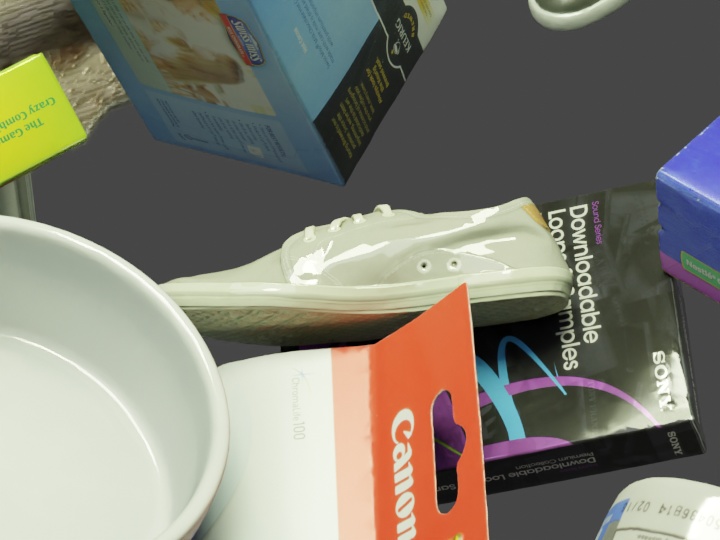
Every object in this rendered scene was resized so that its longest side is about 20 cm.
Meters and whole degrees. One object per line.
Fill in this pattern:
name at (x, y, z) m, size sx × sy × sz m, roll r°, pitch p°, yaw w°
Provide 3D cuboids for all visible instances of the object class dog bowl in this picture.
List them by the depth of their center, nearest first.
dog bowl at (-0.162, 0.074, 1.012) m, size 0.200 × 0.079 × 0.200 m, roll 13°, pitch 46°, yaw -14°

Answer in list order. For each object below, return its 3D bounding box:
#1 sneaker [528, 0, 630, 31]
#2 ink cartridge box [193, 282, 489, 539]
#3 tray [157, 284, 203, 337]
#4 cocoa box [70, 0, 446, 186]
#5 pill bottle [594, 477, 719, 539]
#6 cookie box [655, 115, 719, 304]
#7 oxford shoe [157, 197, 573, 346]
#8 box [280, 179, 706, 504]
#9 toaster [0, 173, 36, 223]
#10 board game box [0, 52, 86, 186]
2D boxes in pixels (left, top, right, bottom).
sneaker at (0.141, -0.225, 1.236) m, size 0.071 × 0.099 × 0.200 m, roll 25°, pitch 69°, yaw 30°
ink cartridge box at (-0.030, 0.105, 1.044) m, size 0.200 × 0.047 × 0.160 m, roll -33°, pitch 44°, yaw 36°
tray at (-0.146, 0.081, 1.143) m, size 0.107 × 0.022 × 0.200 m, roll -6°, pitch 48°, yaw 56°
cocoa box at (-0.062, -0.160, 1.199) m, size 0.133 × 0.200 × 0.131 m, roll 15°, pitch 63°, yaw 29°
pill bottle at (0.116, 0.195, 0.943) m, size 0.114 × 0.114 × 0.200 m, roll 16°, pitch 63°, yaw 28°
cookie box at (0.262, -0.043, 1.063) m, size 0.200 × 0.075 × 0.171 m, roll -39°, pitch 52°, yaw -23°
oxford shoe at (0.000, 0.000, 1.099) m, size 0.200 × 0.075 × 0.058 m, roll -7°, pitch 76°, yaw 8°
box at (0.059, 0.039, 1.122) m, size 0.200 × 0.036 × 0.143 m, roll -12°, pitch 54°, yaw 11°
toaster at (-0.278, -0.061, 1.231) m, size 0.200 × 0.119 × 0.181 m, roll -28°, pitch 48°, yaw -24°
board game box at (-0.235, -0.030, 1.084) m, size 0.200 × 0.048 × 0.102 m, roll -30°, pitch 5°, yaw -24°
